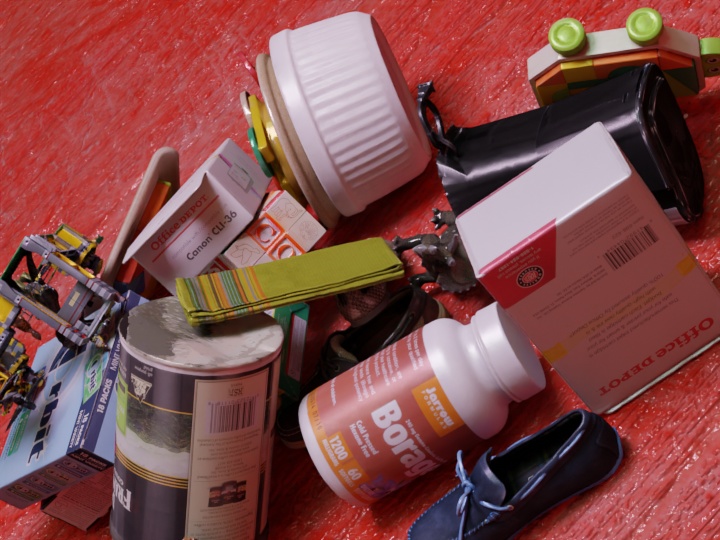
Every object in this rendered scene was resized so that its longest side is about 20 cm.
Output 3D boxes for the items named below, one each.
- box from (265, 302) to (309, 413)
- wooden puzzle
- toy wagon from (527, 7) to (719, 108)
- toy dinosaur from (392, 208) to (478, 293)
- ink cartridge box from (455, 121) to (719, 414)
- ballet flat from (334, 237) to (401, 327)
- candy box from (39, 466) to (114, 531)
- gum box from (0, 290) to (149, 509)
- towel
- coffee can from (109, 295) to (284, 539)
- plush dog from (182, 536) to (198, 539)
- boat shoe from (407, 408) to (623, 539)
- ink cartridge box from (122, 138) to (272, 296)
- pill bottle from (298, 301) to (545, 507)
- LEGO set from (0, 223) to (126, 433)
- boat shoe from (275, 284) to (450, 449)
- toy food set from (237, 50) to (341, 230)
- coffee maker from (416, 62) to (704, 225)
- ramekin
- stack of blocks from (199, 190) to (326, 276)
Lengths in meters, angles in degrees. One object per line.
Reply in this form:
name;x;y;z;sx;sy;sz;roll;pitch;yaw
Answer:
box;-0.132;0.113;1.588;0.199;0.048;0.118;-32;38;37
wooden puzzle;-0.237;-0.008;1.743;0.037;0.185;0.201;21;61;6
toy wagon;0.254;-0.183;1.465;0.198;0.155;0.040;-6;69;15
toy dinosaur;0.098;-0.027;1.537;0.102;0.078;0.200;-3;21;35
ink cartridge box;0.192;0.003;1.315;0.145;0.200;0.084;-34;36;11
ballet flat;0.000;0.000;1.551;0.067;0.046;0.200;-35;12;13
candy box;-0.238;0.148;1.617;0.200;0.061;0.137;-43;32;31
gum box;-0.279;0.129;1.588;0.200;0.044;0.171;-29;39;48
towel;-0.065;0.005;1.455;0.198;0.018;0.086;-13;27;-11
coffee can;-0.147;0.143;1.446;0.145;0.202;0.147;5;22;-2
plush dog;-0.119;0.315;1.355;0.161;0.199;0.172;-57;7;48
boat shoe;0.115;0.169;1.332;0.199;0.069;0.084;-37;39;8
ink cartridge box;-0.157;-0.049;1.588;0.116;0.067;0.200;-45;8;15
pill bottle;0.055;0.112;1.403;0.199;0.112;0.113;-31;40;16
LEGO set;-0.292;0.058;1.552;0.201;0.115;0.154;-57;-4;-3
boat shoe;-0.009;0.084;1.521;0.200;0.065;0.073;-42;38;2
toy food set;-0.072;-0.134;1.669;0.048;0.198;0.201;-22;44;9
coffee maker;0.178;-0.099;1.423;0.199;0.192;0.136;-19;48;28
ramekin;-0.005;-0.166;1.650;0.104;0.201;0.201;-22;42;8
stack of blocks;-0.110;-0.018;1.638;0.115;0.059;0.200;-48;10;-8
